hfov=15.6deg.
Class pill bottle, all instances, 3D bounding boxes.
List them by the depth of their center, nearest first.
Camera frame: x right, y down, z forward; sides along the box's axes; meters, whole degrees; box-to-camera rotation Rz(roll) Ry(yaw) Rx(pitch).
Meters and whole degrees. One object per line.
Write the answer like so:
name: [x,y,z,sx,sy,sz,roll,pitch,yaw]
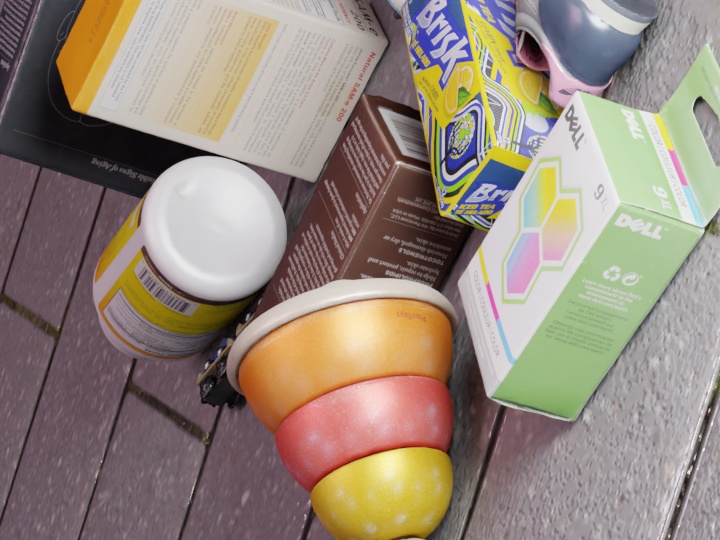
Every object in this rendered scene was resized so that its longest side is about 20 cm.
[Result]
pill bottle: [-0.133,0.000,1.941,0.200,0.109,0.110,136,145,-61]

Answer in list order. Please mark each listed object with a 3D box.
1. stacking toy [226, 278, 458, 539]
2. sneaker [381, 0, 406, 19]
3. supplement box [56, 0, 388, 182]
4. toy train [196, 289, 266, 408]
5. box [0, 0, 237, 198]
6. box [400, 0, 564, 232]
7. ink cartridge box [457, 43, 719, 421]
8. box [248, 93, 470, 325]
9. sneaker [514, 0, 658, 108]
stacking toy: [0.007,0.118,1.573,0.146,0.146,0.201,-46,50,47]
sneaker: [0.045,-0.270,1.800,0.072,0.072,0.201,-3,77,38]
supplement box: [-0.098,-0.155,1.870,0.126,0.199,0.074,-60,30,24]
toy train: [-0.066,0.036,1.878,0.200,0.034,0.046,-49,29,43]
box: [-0.181,-0.168,2.066,0.197,0.199,0.124,-70,22,6]
box: [0.079,-0.111,1.605,0.064,0.070,0.200,-53,30,34]
ink cartridge box: [0.130,-0.026,1.444,0.200,0.059,0.104,-58,27,31]
box: [0.000,0.000,1.707,0.200,0.075,0.100,-61,26,22]
sneaker: [0.110,-0.169,1.575,0.082,0.070,0.200,-60,25,21]
